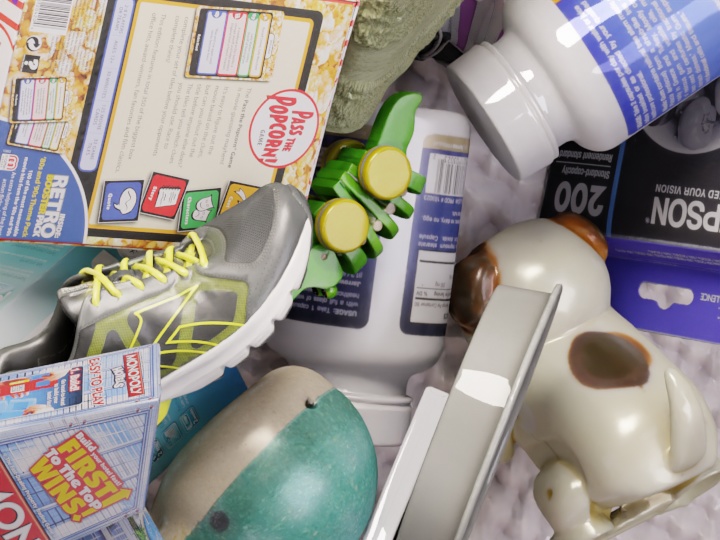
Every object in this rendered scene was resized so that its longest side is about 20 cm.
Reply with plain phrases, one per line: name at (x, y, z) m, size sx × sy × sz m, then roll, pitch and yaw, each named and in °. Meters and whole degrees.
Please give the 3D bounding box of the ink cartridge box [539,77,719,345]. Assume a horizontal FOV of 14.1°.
ink cartridge box at (0.196, -0.059, 1.841) m, size 0.043 × 0.198 × 0.201 m, roll 10°, pitch 89°, yaw -37°

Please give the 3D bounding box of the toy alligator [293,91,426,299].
toy alligator at (-0.019, -0.013, 1.631) m, size 0.054 × 0.059 × 0.200 m, roll 45°, pitch 74°, yaw -24°

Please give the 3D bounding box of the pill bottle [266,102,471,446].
pill bottle at (0.000, 0.000, 1.729) m, size 0.111 × 0.111 × 0.201 m, roll 6°, pitch 93°, yaw -43°

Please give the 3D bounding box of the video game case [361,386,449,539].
video game case at (0.010, 0.171, 1.724) m, size 0.200 × 0.018 × 0.144 m, roll 103°, pitch 10°, yaw -63°

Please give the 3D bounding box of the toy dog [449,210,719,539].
toy dog at (0.129, 0.065, 1.818) m, size 0.139 × 0.194 × 0.201 m, roll -27°, pitch 76°, yaw -13°

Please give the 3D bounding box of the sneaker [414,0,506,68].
sneaker at (0.043, -0.141, 1.779) m, size 0.140 × 0.078 × 0.201 m, roll -37°, pitch 110°, yaw -31°

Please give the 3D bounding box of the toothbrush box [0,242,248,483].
toothbrush box at (-0.179, 0.065, 1.592) m, size 0.200 × 0.085 × 0.147 m, roll -44°, pitch 123°, yaw -29°

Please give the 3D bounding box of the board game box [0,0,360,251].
board game box at (-0.110, -0.087, 1.522) m, size 0.199 × 0.046 × 0.152 m, roll 4°, pitch 109°, yaw -35°

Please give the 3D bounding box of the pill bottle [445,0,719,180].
pill bottle at (0.154, -0.142, 1.728) m, size 0.200 × 0.112 × 0.112 m, roll -33°, pitch 120°, yaw -4°

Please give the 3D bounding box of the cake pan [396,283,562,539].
cake pan at (0.065, 0.096, 1.670) m, size 0.200 × 0.037 × 0.201 m, roll 21°, pitch 90°, yaw -85°

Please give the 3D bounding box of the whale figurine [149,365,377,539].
whale figurine at (-0.063, 0.148, 1.643) m, size 0.200 × 0.104 × 0.159 m, roll -55°, pitch 170°, yaw 34°

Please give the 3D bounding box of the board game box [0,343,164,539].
board game box at (-0.169, 0.129, 1.487) m, size 0.199 × 0.062 × 0.200 m, roll -24°, pitch 118°, yaw 9°

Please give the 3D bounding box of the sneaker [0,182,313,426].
sneaker at (-0.109, 0.023, 1.508) m, size 0.200 × 0.074 × 0.085 m, roll -45°, pitch 120°, yaw 3°

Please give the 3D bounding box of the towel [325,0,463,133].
towel at (0.044, -0.173, 1.632) m, size 0.036 × 0.149 × 0.200 m, roll 35°, pitch 50°, yaw 6°
